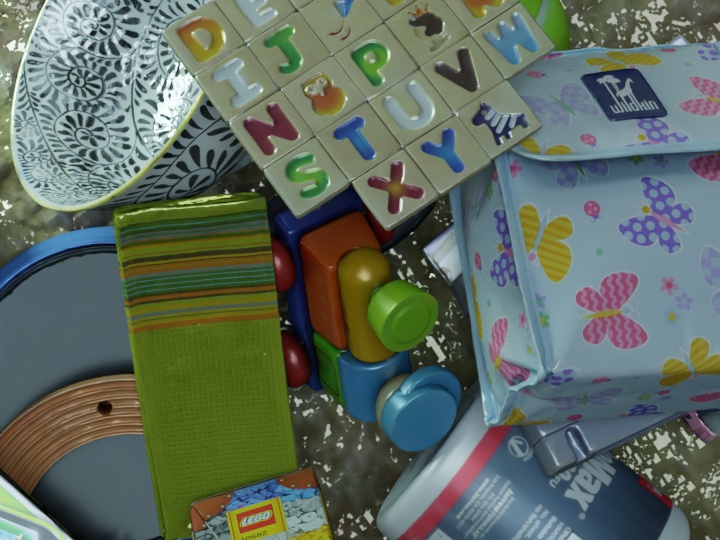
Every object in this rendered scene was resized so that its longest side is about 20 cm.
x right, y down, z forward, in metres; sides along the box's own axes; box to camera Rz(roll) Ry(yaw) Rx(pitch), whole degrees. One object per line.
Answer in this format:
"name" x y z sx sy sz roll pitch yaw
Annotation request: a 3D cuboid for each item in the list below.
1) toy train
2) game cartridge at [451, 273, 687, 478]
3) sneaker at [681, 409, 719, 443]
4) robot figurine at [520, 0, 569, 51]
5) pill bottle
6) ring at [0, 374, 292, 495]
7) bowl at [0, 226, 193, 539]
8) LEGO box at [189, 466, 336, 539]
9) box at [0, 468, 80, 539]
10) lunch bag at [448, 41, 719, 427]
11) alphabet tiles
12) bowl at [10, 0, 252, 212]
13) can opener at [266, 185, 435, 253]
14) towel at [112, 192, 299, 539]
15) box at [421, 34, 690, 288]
"toy train" 0.000 0.000 1.562 0.084 0.116 0.201 -25 131 -21
"game cartridge" 0.165 0.019 1.597 0.199 0.038 0.130 -24 74 -15
"sneaker" 0.190 0.054 1.649 0.199 0.070 0.082 16 86 -1
"robot figurine" 0.039 -0.152 1.604 0.200 0.115 0.176 44 53 -24
"pill bottle" 0.120 0.161 1.625 0.200 0.120 0.120 38 90 -2
"ring" -0.130 0.152 1.626 0.199 0.019 0.201 -1 110 -2
"bowl" -0.146 0.075 1.656 0.199 0.039 0.202 0 91 -1
"LEGO box" -0.028 0.238 1.572 0.077 0.149 0.201 -16 118 -1
"box" -0.216 0.166 1.548 0.200 0.035 0.110 41 86 -3
"lunch bag" 0.141 -0.029 1.526 0.169 0.127 0.201 -3 70 -16
"alphabet tiles" -0.001 -0.122 1.489 0.166 0.006 0.200 -33 69 -9
"bowl" -0.103 -0.110 1.606 0.094 0.200 0.201 26 90 -37
"can opener" -0.047 -0.024 1.624 0.199 0.063 0.079 -29 81 -22
"towel" -0.084 0.055 1.575 0.086 0.018 0.201 -7 110 0
"box" 0.122 -0.060 1.662 0.200 0.041 0.039 -40 92 0
